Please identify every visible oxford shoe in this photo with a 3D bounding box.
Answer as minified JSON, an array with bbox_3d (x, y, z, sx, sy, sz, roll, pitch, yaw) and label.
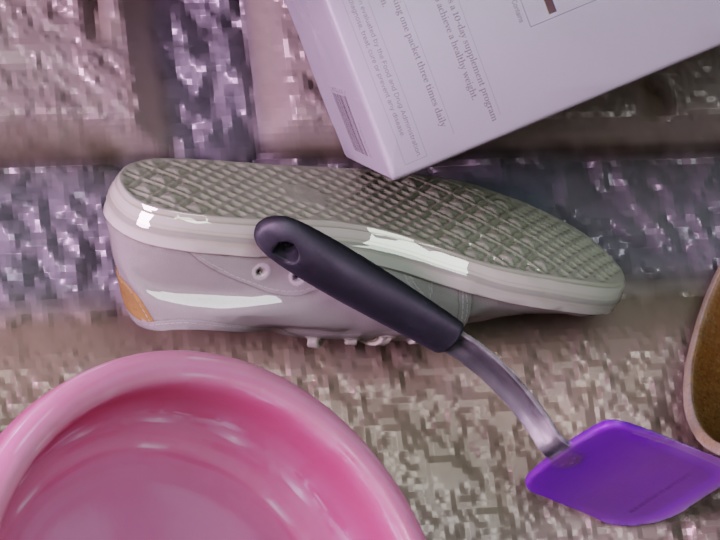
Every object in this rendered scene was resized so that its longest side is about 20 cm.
[{"bbox_3d":[0.000,0.000,1.013,0.199,0.075,0.058,5,115,-20],"label":"oxford shoe"}]

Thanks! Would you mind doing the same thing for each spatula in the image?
[{"bbox_3d":[0.043,0.037,0.983,0.200,0.056,0.021,35,42,-17],"label":"spatula"}]

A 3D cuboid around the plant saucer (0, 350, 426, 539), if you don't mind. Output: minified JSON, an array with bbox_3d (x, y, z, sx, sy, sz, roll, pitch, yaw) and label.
[{"bbox_3d":[-0.058,0.128,0.924,0.200,0.051,0.201,16,64,-35],"label":"plant saucer"}]

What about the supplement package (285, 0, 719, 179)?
[{"bbox_3d":[0.075,-0.123,1.002,0.199,0.114,0.110,-22,100,-5],"label":"supplement package"}]

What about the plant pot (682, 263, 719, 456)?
[{"bbox_3d":[0.253,0.037,1.006,0.200,0.186,0.187,33,66,-16],"label":"plant pot"}]
